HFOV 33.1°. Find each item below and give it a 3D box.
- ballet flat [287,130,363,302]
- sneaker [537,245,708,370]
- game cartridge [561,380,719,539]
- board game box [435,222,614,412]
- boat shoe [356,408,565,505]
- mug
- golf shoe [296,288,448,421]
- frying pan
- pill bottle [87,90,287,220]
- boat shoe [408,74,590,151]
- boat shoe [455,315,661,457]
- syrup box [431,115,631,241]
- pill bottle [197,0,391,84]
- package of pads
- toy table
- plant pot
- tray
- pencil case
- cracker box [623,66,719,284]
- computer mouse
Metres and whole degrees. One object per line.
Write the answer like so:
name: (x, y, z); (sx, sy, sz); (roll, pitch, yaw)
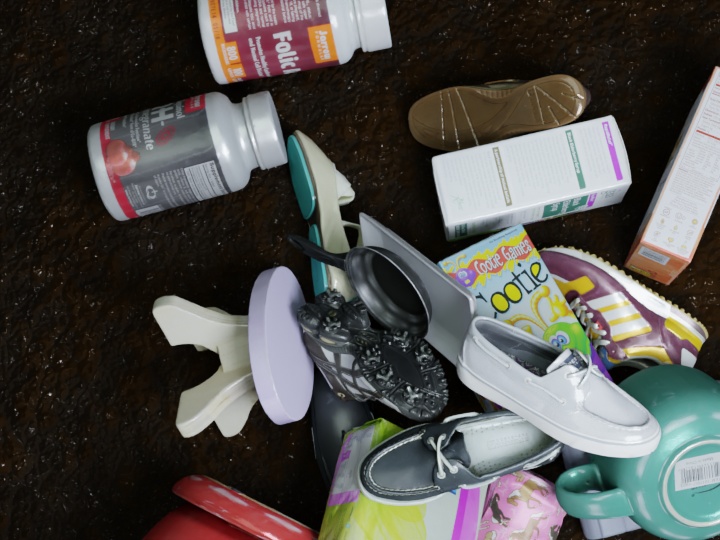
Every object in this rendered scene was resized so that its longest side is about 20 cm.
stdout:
ballet flat: (-0.033, -0.058, 1.323); (0.069, 0.069, 0.200); (-11, 81, 3)
sneaker: (0.258, 0.051, 1.267); (0.200, 0.075, 0.090); (30, 79, 10)
game cartridge: (0.309, 0.187, 1.237); (0.200, 0.041, 0.133); (-17, 96, 2)
board game box: (0.159, 0.071, 1.245); (0.103, 0.105, 0.200); (-26, 79, -18)
boat shoe: (0.094, 0.166, 1.124); (0.200, 0.060, 0.076); (-17, 75, -9)
mug: (0.297, 0.191, 1.151); (0.152, 0.114, 0.185); (33, 98, -15)
golf shoe: (0.015, 0.102, 1.232); (0.078, 0.095, 0.200); (-26, 46, -28)
frying pan: (0.007, 0.014, 1.242); (0.031, 0.190, 0.115); (-39, 120, -26)
pill bottle: (-0.185, -0.130, 1.318); (0.200, 0.111, 0.111); (-15, 79, 2)
boat shoe: (0.153, -0.175, 1.322); (0.200, 0.072, 0.072); (-10, 96, 24)
boat shoe: (0.181, 0.100, 1.099); (0.200, 0.069, 0.072); (29, 43, 27)
syrup box: (0.181, -0.097, 1.297); (0.200, 0.079, 0.082); (-12, 79, 2)
pill bottle: (-0.071, -0.276, 1.333); (0.200, 0.114, 0.114); (-9, 79, 4)
package of pads: (0.036, 0.260, 1.173); (0.154, 0.068, 0.200); (30, 57, -26)
toy table: (-0.124, 0.088, 1.253); (0.117, 0.200, 0.184); (-16, 112, 12)
plant pot: (-0.134, 0.314, 1.192); (0.200, 0.200, 0.183); (26, 79, 9)
tray: (0.064, 0.021, 1.232); (0.022, 0.107, 0.200); (-24, 38, -22)
pencil case: (0.140, 0.295, 1.230); (0.083, 0.087, 0.200); (22, 81, 39)
cracker box: (0.343, -0.095, 1.255); (0.058, 0.134, 0.200); (24, 82, 9)
computer mouse: (0.018, 0.191, 1.276); (0.140, 0.046, 0.200); (-10, 79, 3)
